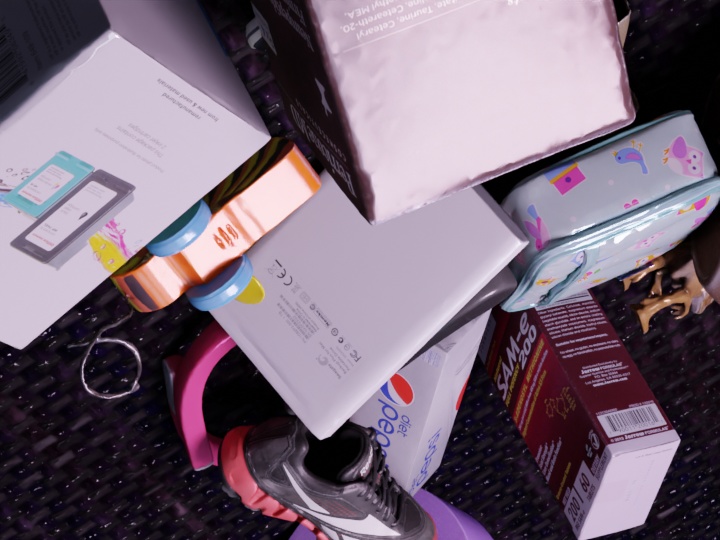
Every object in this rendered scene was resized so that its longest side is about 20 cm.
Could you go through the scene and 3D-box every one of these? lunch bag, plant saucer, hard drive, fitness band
[{"bbox_3d":[0.163,-0.034,1.412,0.160,0.077,0.200,-25,170,-10],"label":"lunch bag"},{"bbox_3d":[0.265,-0.066,1.416,0.034,0.200,0.200,6,138,-1],"label":"plant saucer"},{"bbox_3d":[0.000,0.000,1.353,0.200,0.132,0.026,-45,168,18],"label":"hard drive"},{"bbox_3d":[-0.071,0.085,1.492,0.143,0.037,0.200,-20,144,-12],"label":"fitness band"}]

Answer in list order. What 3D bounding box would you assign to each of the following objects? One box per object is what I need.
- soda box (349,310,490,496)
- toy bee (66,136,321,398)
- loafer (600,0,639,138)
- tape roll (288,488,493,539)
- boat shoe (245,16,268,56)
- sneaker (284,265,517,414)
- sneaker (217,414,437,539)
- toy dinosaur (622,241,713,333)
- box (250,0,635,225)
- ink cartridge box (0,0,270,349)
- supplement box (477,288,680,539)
[{"bbox_3d":[0.039,0.094,1.532,0.068,0.063,0.200,-44,158,-41],"label":"soda box"},{"bbox_3d":[-0.127,-0.019,1.295,0.200,0.109,0.131,-25,115,-25],"label":"toy bee"},{"bbox_3d":[0.147,-0.156,1.308,0.067,0.076,0.200,-29,145,11],"label":"loafer"},{"bbox_3d":[0.022,0.277,1.648,0.200,0.200,0.066,-39,144,14],"label":"tape roll"},{"bbox_3d":[0.020,-0.137,1.247,0.200,0.062,0.075,2,160,-37],"label":"boat shoe"},{"bbox_3d":[0.008,0.014,1.408,0.201,0.108,0.067,-35,168,28],"label":"sneaker"},{"bbox_3d":[-0.006,0.164,1.491,0.200,0.071,0.098,33,135,-30],"label":"sneaker"},{"bbox_3d":[0.258,-0.005,1.576,0.106,0.060,0.200,-27,168,-4],"label":"toy dinosaur"},{"bbox_3d":[0.029,-0.167,1.092,0.164,0.166,0.200,-22,121,-9],"label":"box"},{"bbox_3d":[-0.187,-0.087,1.112,0.200,0.147,0.146,-39,144,15],"label":"ink cartridge box"},{"bbox_3d":[0.158,0.089,1.507,0.061,0.200,0.109,-11,140,-21],"label":"supplement box"}]
